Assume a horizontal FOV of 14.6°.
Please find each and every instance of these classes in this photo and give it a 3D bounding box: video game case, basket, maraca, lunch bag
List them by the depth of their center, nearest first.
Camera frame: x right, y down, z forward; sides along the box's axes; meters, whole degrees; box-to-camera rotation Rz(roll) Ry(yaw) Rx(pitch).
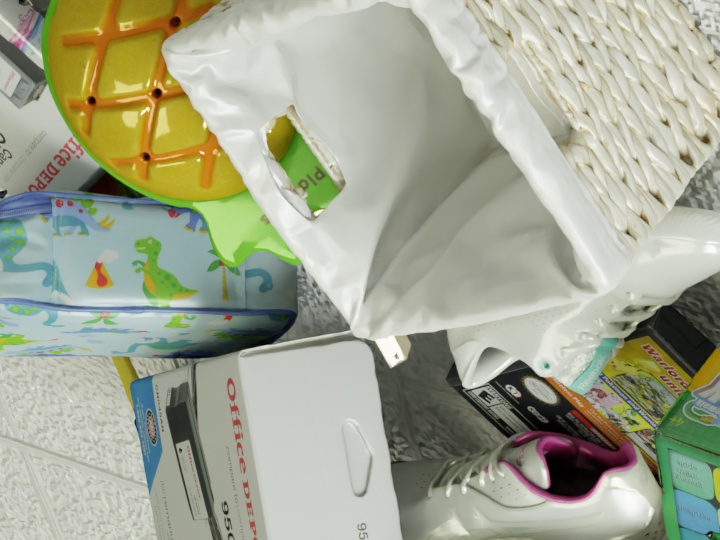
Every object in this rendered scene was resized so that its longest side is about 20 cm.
[{"bbox_3d":[0.050,-0.095,1.405,0.200,0.161,0.198,-11,120,51],"label":"basket"},{"bbox_3d":[-0.083,-0.091,1.509,0.200,0.107,0.137,46,111,-6],"label":"maraca"},{"bbox_3d":[0.173,0.100,1.586,0.200,0.026,0.181,42,148,-21],"label":"video game case"},{"bbox_3d":[-0.146,0.008,1.689,0.199,0.083,0.161,2,165,-16],"label":"lunch bag"}]

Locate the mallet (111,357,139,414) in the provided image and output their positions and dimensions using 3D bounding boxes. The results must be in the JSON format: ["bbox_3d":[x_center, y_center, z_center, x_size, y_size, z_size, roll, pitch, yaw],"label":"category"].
[{"bbox_3d":[-0.142,0.078,1.843,0.200,0.041,0.066,60,143,12],"label":"mallet"}]

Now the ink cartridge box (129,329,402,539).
[{"bbox_3d":[-0.058,0.120,1.670,0.200,0.084,0.145,161,99,-66],"label":"ink cartridge box"}]

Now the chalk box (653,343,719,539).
[{"bbox_3d":[0.230,0.105,1.409,0.125,0.200,0.124,18,139,31],"label":"chalk box"}]

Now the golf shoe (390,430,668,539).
[{"bbox_3d":[0.087,0.123,1.610,0.199,0.075,0.092,4,132,26],"label":"golf shoe"}]

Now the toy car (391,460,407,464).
[{"bbox_3d":[0.050,0.164,1.747,0.200,0.158,0.164,57,163,23],"label":"toy car"}]

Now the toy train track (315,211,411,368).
[{"bbox_3d":[0.000,0.000,1.605,0.115,0.032,0.200,61,178,-26],"label":"toy train track"}]

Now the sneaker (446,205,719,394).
[{"bbox_3d":[0.124,0.019,1.471,0.075,0.089,0.200,11,163,-41],"label":"sneaker"}]

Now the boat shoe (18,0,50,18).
[{"bbox_3d":[-0.165,-0.170,1.584,0.199,0.070,0.066,17,113,4],"label":"boat shoe"}]

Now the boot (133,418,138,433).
[{"bbox_3d":[-0.086,0.102,1.842,0.138,0.077,0.200,41,145,11],"label":"boot"}]

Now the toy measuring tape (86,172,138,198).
[{"bbox_3d":[-0.213,-0.063,1.784,0.200,0.074,0.074,42,146,0],"label":"toy measuring tape"}]

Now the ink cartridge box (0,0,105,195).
[{"bbox_3d":[-0.212,-0.143,1.683,0.200,0.086,0.148,46,146,-3],"label":"ink cartridge box"}]
